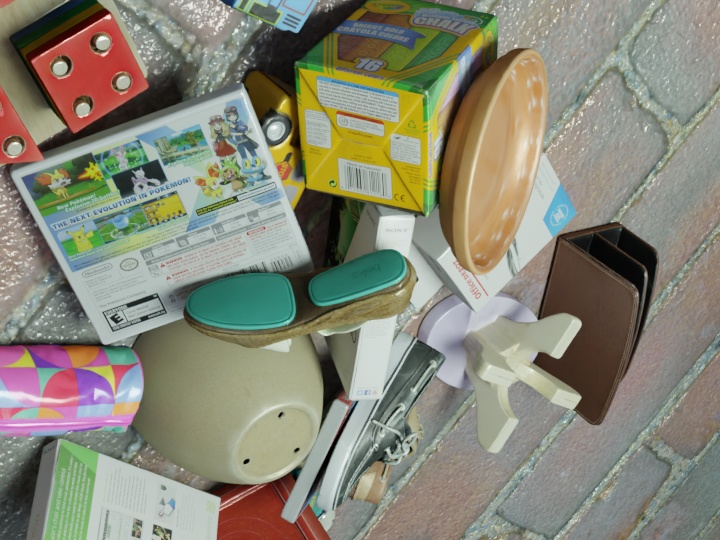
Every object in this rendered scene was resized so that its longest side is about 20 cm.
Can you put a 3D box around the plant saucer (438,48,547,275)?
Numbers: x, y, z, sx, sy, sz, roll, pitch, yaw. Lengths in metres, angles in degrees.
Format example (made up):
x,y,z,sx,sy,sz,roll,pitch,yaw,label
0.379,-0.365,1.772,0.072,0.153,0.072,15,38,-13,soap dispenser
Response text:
x,y,z,sx,sy,sz,roll,pitch,yaw,label
0.115,-0.097,0.972,0.200,0.037,0.201,-49,147,-48,plant saucer

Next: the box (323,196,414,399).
x,y,z,sx,sy,sz,roll,pitch,yaw,label
0.000,0.000,1.053,0.036,0.145,0.201,0,122,-18,box

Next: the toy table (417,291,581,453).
x,y,z,sx,sy,sz,roll,pitch,yaw,label
0.170,0.106,1.294,0.199,0.117,0.185,6,116,-39,toy table

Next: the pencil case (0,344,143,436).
x,y,z,sx,sy,sz,roll,pitch,yaw,label
-0.288,0.109,0.963,0.199,0.088,0.089,-1,120,-38,pencil case

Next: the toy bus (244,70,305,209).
x,y,z,sx,sy,sz,roll,pitch,yaw,label
-0.100,-0.072,0.992,0.078,0.065,0.201,12,112,-42,toy bus

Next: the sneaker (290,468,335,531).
x,y,z,sx,sy,sz,roll,pitch,yaw,label
-0.124,0.301,1.252,0.200,0.077,0.080,-39,117,-16,sneaker

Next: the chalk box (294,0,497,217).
x,y,z,sx,sy,sz,roll,pitch,yaw,label
0.045,-0.160,0.975,0.200,0.124,0.124,-52,149,-45,chalk box

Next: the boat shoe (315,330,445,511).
x,y,z,sx,sy,sz,roll,pitch,yaw,label
0.024,0.160,1.122,0.200,0.068,0.074,-60,172,-24,boat shoe

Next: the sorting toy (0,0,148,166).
x,y,z,sx,sy,sz,roll,pitch,yaw,label
-0.266,-0.162,0.795,0.198,0.070,0.200,-34,135,-13,sorting toy

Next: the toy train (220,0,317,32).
x,y,z,sx,sy,sz,roll,pitch,yaw,label
-0.101,-0.265,0.842,0.199,0.087,0.114,15,116,-43,toy train

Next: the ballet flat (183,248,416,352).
x,y,z,sx,sy,sz,roll,pitch,yaw,label
-0.047,0.033,0.948,0.199,0.068,0.072,-14,141,0,ballet flat

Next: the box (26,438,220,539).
x,y,z,sx,sy,sz,roll,pitch,yaw,label
-0.225,0.261,1.064,0.036,0.145,0.200,-26,138,35,box

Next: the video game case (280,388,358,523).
x,y,z,sx,sy,sz,roll,pitch,yaw,label
-0.020,0.167,1.176,0.143,0.017,0.200,-65,172,18,video game case

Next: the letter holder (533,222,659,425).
x,y,z,sx,sy,sz,roll,pitch,yaw,label
0.302,0.068,1.350,0.100,0.142,0.201,-13,126,-31,letter holder

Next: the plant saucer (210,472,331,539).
x,y,z,sx,sy,sz,roll,pitch,yaw,label
-0.120,0.313,1.155,0.199,0.200,0.037,-26,152,-21,plant saucer

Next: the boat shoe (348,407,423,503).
x,y,z,sx,sy,sz,roll,pitch,yaw,label
0.032,0.179,1.219,0.200,0.072,0.076,-56,168,-41,boat shoe

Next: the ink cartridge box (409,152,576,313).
x,y,z,sx,sy,sz,roll,pitch,yaw,label
0.127,-0.037,1.193,0.200,0.067,0.116,-45,137,-3,ink cartridge box

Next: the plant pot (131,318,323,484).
x,y,z,sx,sy,sz,roll,pitch,yaw,label
-0.114,0.128,1.075,0.200,0.134,0.201,-20,130,-25,plant pot

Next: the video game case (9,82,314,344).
x,y,z,sx,sy,sz,roll,pitch,yaw,label
-0.160,-0.043,0.928,0.199,0.022,0.183,-19,123,2,video game case
